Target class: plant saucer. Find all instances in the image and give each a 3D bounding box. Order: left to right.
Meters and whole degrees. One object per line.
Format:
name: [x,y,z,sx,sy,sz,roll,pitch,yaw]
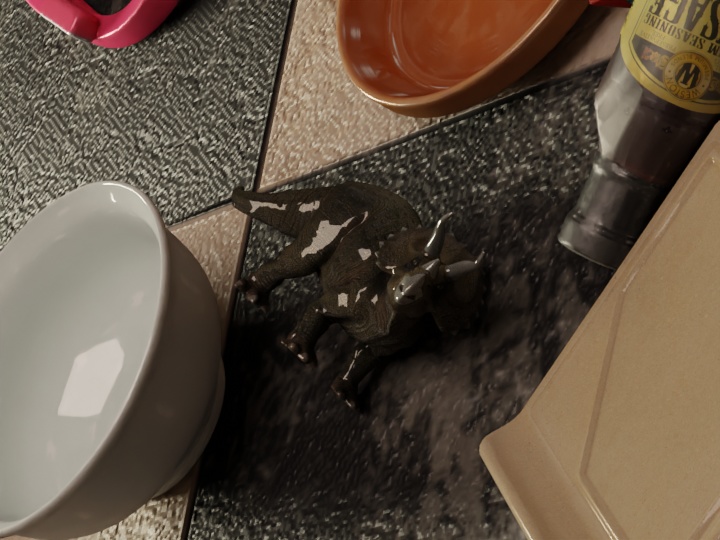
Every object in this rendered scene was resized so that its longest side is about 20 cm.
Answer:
plant saucer: [0.067,-0.167,1.366,0.200,0.032,0.200,-32,42,34]

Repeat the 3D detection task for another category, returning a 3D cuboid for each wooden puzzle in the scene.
wooden puzzle: [0.141,0.042,1.093,0.200,0.037,0.185,-52,26,12]

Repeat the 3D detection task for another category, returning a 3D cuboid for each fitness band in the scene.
fitness band: [-0.154,-0.216,1.668,0.144,0.037,0.200,-61,35,8]

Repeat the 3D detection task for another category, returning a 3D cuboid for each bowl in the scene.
bowl: [-0.135,0.061,1.401,0.201,0.090,0.201,-30,44,35]

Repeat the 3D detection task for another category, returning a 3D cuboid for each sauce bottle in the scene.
sauce bottle: [0.145,-0.095,1.171,0.066,0.066,0.200,37,109,56]

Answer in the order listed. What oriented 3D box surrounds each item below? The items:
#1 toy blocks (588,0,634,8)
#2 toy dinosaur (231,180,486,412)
toy blocks: [0.118,-0.212,1.253,0.137,0.100,0.200,-47,64,10]
toy dinosaur: [0.000,0.000,1.309,0.102,0.077,0.200,-44,30,2]
